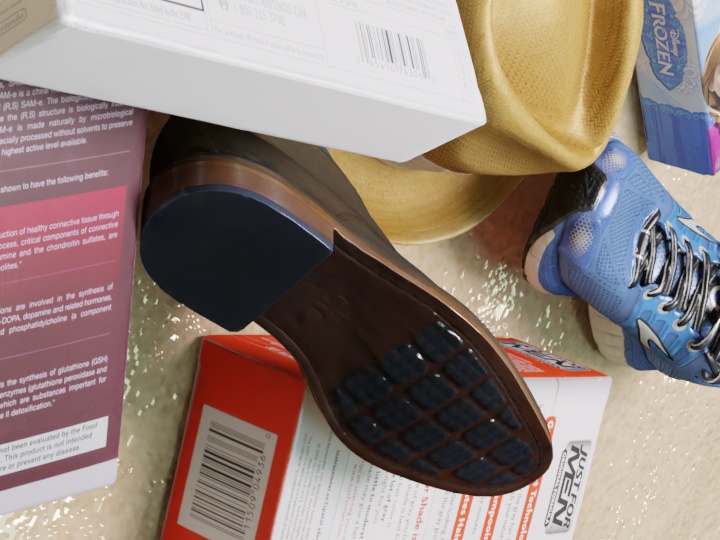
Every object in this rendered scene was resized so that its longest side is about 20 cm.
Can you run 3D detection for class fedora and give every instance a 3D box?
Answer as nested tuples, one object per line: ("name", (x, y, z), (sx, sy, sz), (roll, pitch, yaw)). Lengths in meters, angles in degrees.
("fedora", (0.053, -0.096, 0.956), (0.200, 0.082, 0.201), (-23, 123, -42))

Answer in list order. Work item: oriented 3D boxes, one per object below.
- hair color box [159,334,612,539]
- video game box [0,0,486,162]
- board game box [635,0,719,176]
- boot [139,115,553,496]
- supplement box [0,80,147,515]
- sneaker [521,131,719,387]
("hair color box", (0.013, 0.082, 1.005), (0.200, 0.061, 0.102), (4, 103, -49))
("video game box", (-0.053, -0.135, 0.774), (0.200, 0.047, 0.183), (9, 64, -51))
("board game box", (0.191, -0.178, 1.116), (0.200, 0.043, 0.199), (-39, 130, -33))
("boot", (0.000, 0.000, 0.897), (0.075, 0.097, 0.200), (-33, 126, 22))
("supplement box", (-0.128, -0.021, 0.795), (0.109, 0.061, 0.201), (-12, 115, -48))
("sneaker", (0.136, -0.001, 1.074), (0.079, 0.089, 0.200), (-65, 150, -8))
